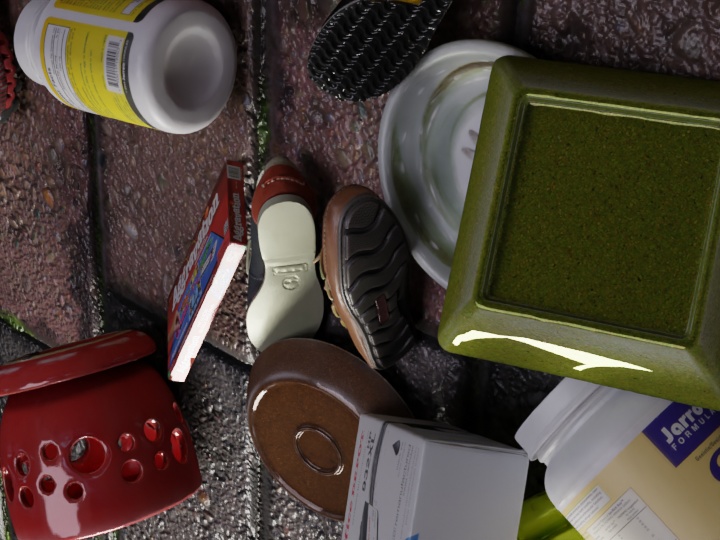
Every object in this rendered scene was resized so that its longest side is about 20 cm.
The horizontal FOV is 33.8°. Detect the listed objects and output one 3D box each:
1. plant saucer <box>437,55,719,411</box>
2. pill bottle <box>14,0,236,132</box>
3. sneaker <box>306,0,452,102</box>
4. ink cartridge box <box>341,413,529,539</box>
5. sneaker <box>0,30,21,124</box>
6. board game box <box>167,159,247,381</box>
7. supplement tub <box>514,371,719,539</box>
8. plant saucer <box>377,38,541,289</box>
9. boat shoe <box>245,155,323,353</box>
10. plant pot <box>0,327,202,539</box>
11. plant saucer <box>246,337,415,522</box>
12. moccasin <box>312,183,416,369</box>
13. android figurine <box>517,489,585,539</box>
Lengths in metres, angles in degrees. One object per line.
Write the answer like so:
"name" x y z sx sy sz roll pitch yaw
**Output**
"plant saucer" 0.153 -0.031 0.734 0.197 0.048 0.203 11 87 21
"pill bottle" -0.214 -0.192 1.049 0.199 0.112 0.114 18 120 37
"sneaker" 0.035 -0.205 0.843 0.070 0.090 0.200 33 131 -10
"ink cartridge box" 0.048 0.194 0.912 0.200 0.083 0.147 174 106 -77
"sneaker" -0.415 -0.245 1.237 0.070 0.098 0.203 15 120 36
"board game box" -0.146 0.003 1.111 0.104 0.019 0.201 -97 27 -42
"supplement tub" 0.214 0.144 0.788 0.200 0.145 0.146 47 134 16
"plant saucer" 0.102 -0.071 0.863 0.199 0.050 0.202 20 121 37
"boat shoe" -0.069 -0.007 1.046 0.063 0.070 0.201 -105 13 -44
"plant pot" -0.280 0.165 1.235 0.199 0.199 0.185 -13 91 45
"plant saucer" -0.031 0.156 1.078 0.198 0.034 0.202 19 127 26
"moccasin" 0.001 -0.001 0.942 0.078 0.073 0.202 46 169 31
"android figurine" 0.171 0.253 0.890 0.199 0.041 0.183 -34 85 14
